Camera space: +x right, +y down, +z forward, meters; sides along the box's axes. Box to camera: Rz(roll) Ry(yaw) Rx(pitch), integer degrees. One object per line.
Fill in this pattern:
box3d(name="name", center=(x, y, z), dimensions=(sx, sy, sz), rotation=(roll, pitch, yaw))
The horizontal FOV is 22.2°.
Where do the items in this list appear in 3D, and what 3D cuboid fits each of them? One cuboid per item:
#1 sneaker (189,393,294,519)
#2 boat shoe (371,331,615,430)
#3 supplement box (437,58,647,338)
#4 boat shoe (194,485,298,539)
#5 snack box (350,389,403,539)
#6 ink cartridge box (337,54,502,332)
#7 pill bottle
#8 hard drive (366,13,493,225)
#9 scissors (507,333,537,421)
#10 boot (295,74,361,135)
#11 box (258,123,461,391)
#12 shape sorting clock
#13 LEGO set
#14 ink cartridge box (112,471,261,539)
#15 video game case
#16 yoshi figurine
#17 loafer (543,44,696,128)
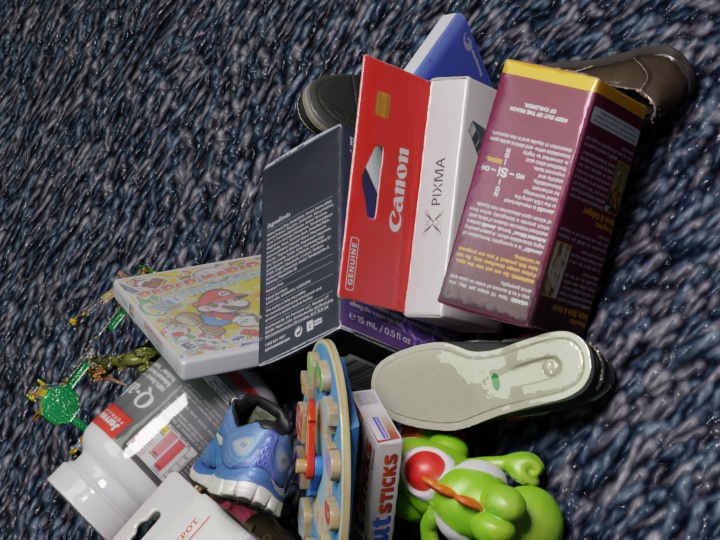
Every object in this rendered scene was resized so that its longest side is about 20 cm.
box3d(name="sneaker", center=(-0.088, 0.152, 1.532), dimensions=(0.200, 0.079, 0.089), rotation=(171, 122, -76))
box3d(name="boat shoe", center=(0.103, 0.090, 1.458), dimensions=(0.200, 0.068, 0.072), rotation=(-9, 79, 29))
box3d(name="supplement box", center=(0.145, -0.053, 1.455), dimensions=(0.086, 0.110, 0.200), rotation=(16, 91, 31))
box3d(name="boat shoe", center=(-0.094, 0.244, 1.591), dimensions=(0.074, 0.069, 0.200), rotation=(-55, 35, 1))
box3d(name="snack box", center=(0.004, 0.196, 1.454), dimensions=(0.072, 0.024, 0.200), rotation=(-123, 33, -54))
box3d(name="ink cartridge box", center=(0.061, -0.060, 1.491), dimensions=(0.045, 0.176, 0.200), rotation=(1, 81, 38))
box3d(name="pill bottle", center=(-0.181, 0.155, 1.681), dimensions=(0.200, 0.116, 0.116), rotation=(-44, 34, -12))
box3d(name="hard drive", center=(0.066, -0.114, 1.574), dimensions=(0.025, 0.132, 0.200), rotation=(-6, 33, 32))
box3d(name="scissors", center=(0.103, 0.067, 1.553), dimensions=(0.073, 0.014, 0.200), rotation=(-58, 35, 1))
box3d(name="boot", center=(-0.014, -0.106, 1.675), dimensions=(0.154, 0.203, 0.074), rotation=(-29, 65, 38))
box3d(name="box", center=(0.000, 0.000, 1.573), dimensions=(0.104, 0.148, 0.200), rotation=(-27, 53, 40))
box3d(name="shape sorting clock", center=(-0.031, 0.153, 1.427), dimensions=(0.200, 0.039, 0.200), rotation=(-178, 90, -83))
box3d(name="LEGO set", center=(-0.230, 0.100, 1.788), dimensions=(0.200, 0.154, 0.116), rotation=(-62, 18, -10))
box3d(name="ink cartridge box", center=(-0.117, 0.267, 1.503), dimensions=(0.117, 0.067, 0.200), rotation=(-49, 51, -6))
box3d(name="video game case", center=(-0.103, 0.035, 1.684), dimensions=(0.182, 0.200, 0.023), rotation=(42, 136, 54))
box3d(name="yoshi figurine", center=(0.090, 0.181, 1.430), dimensions=(0.200, 0.112, 0.112), rotation=(-156, 56, -67))
box3d(name="loafer", center=(0.182, -0.138, 1.550), dimensions=(0.200, 0.073, 0.071), rotation=(-18, 19, 40))
